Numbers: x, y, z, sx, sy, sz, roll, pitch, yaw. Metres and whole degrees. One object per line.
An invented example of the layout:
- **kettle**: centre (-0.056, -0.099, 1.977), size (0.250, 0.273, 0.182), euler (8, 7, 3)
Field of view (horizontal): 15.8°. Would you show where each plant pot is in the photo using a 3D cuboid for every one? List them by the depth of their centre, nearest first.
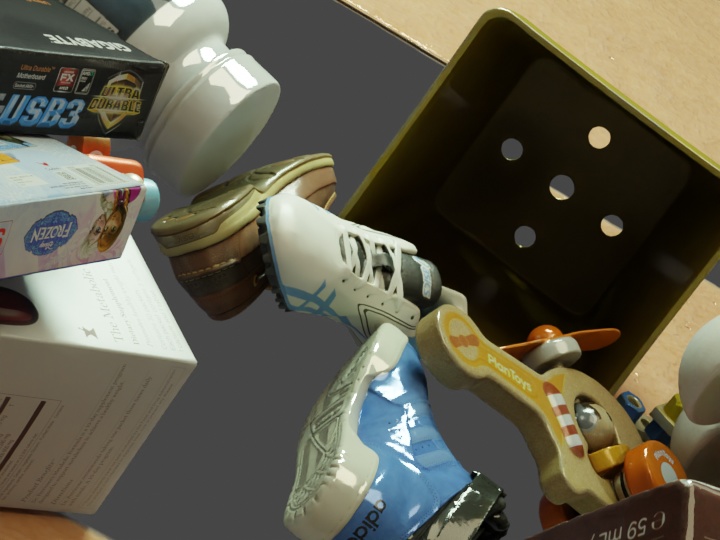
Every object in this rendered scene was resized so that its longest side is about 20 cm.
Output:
- **plant pot**: centre (0.116, -0.039, 1.632), size (0.200, 0.200, 0.176), euler (37, 15, 2)

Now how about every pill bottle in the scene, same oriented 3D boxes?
- **pill bottle**: centre (-0.149, -0.143, 1.550), size (0.200, 0.120, 0.120), euler (42, 28, 10)

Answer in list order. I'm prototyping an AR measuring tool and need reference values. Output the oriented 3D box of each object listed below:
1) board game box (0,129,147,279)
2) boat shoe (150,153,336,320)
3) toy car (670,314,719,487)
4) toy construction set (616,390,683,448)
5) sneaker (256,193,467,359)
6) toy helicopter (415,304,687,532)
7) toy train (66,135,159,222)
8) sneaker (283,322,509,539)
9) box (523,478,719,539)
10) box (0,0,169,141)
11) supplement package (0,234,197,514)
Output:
- **board game box**: centre (-0.227, -0.055, 1.142), size (0.199, 0.041, 0.200), euler (27, 15, 20)
- **boat shoe**: centre (-0.062, -0.021, 1.530), size (0.068, 0.072, 0.200), euler (70, 22, -8)
- **toy car**: centre (0.273, 0.108, 1.467), size (0.149, 0.200, 0.175), euler (-25, 61, -10)
- **toy construction set**: centre (0.252, 0.118, 1.646), size (0.199, 0.092, 0.131), euler (-11, 51, -41)
- **sneaker**: centre (0.000, 0.000, 1.480), size (0.200, 0.072, 0.072), euler (34, 45, -59)
- **toy helicopter**: centre (0.102, 0.070, 1.475), size (0.200, 0.079, 0.133), euler (35, 38, -37)
- **toy train**: centre (-0.209, -0.050, 1.308), size (0.199, 0.150, 0.056), euler (4, 75, -40)
- **sneaker**: centre (0.027, 0.111, 1.403), size (0.111, 0.077, 0.200), euler (36, 22, -9)
- **box**: centre (0.155, 0.227, 1.188), size (0.164, 0.166, 0.201), euler (22, 60, -25)
- **box**: centre (-0.224, -0.124, 1.221), size (0.198, 0.050, 0.200), euler (29, 16, 29)
- **supplement package**: centre (-0.200, 0.033, 1.223), size (0.199, 0.110, 0.114), euler (9, 37, -41)
